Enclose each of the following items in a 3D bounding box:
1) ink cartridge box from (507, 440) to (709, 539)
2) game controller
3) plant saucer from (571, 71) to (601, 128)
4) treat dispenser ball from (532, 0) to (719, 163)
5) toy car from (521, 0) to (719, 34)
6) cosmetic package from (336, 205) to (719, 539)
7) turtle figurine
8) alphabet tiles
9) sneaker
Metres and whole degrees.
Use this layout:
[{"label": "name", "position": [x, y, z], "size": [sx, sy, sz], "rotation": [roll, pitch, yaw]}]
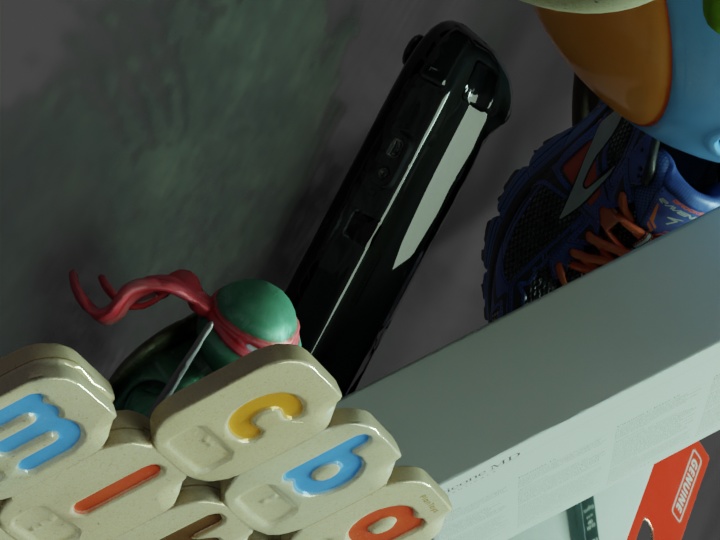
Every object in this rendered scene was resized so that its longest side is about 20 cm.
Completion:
[{"label": "ink cartridge box", "position": [0.116, 0.103, 1.036], "size": [0.174, 0.043, 0.201], "rotation": [52, 46, -29]}, {"label": "game controller", "position": [0.000, 0.000, 0.850], "size": [0.201, 0.042, 0.104], "rotation": [-62, 173, 3]}, {"label": "plant saucer", "position": [0.163, -0.116, 1.020], "size": [0.200, 0.029, 0.201], "rotation": [-34, 135, -41]}, {"label": "treat dispenser ball", "position": [0.152, -0.136, 0.785], "size": [0.201, 0.200, 0.202], "rotation": [-47, 155, -30]}, {"label": "toy car", "position": [0.083, -0.191, 0.644], "size": [0.158, 0.163, 0.201], "rotation": [77, 35, -60]}, {"label": "cosmetic package", "position": [0.086, 0.049, 0.861], "size": [0.199, 0.052, 0.151], "rotation": [-26, 164, -6]}, {"label": "turtle figurine", "position": [-0.052, 0.072, 0.717], "size": [0.149, 0.101, 0.201], "rotation": [6, 132, -30]}, {"label": "alphabet tiles", "position": [-0.078, 0.088, 0.637], "size": [0.195, 0.015, 0.200], "rotation": [-28, 142, 11]}, {"label": "sneaker", "position": [0.117, -0.035, 0.932], "size": [0.075, 0.079, 0.201], "rotation": [21, 109, -24]}]
